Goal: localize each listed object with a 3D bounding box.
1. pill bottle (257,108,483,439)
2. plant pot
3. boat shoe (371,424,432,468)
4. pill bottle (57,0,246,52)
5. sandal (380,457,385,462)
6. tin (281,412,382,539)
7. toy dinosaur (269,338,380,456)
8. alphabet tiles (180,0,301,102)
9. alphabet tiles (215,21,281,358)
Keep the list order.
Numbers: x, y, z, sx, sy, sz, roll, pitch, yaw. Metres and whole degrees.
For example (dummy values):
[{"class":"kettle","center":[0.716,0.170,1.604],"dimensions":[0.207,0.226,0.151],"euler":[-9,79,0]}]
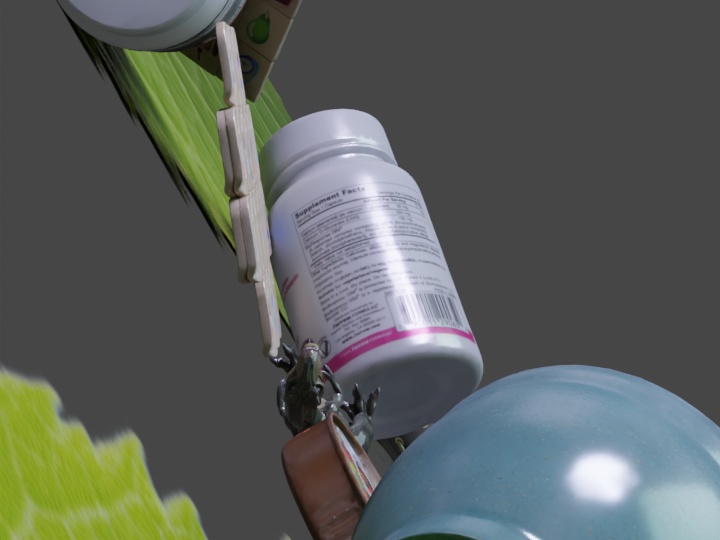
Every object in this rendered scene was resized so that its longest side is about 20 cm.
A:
[{"class":"pill bottle","center":[0.000,0.000,1.261],"dimensions":[0.113,0.112,0.201],"euler":[55,14,-59]},{"class":"plant pot","center":[0.068,0.150,0.794],"dimensions":[0.134,0.200,0.201],"euler":[-14,72,-58]},{"class":"boat shoe","center":[0.042,0.111,1.346],"dimensions":[0.072,0.060,0.203],"euler":[-43,110,-48]},{"class":"pill bottle","center":[-0.124,-0.186,1.118],"dimensions":[0.115,0.113,0.200],"euler":[60,3,-5]},{"class":"sandal","center":[0.037,0.116,1.442],"dimensions":[0.207,0.079,0.059],"euler":[44,16,-49]},{"class":"tin","center":[0.019,0.168,0.972],"dimensions":[0.201,0.042,0.112],"euler":[62,-1,16]},{"class":"toy dinosaur","center":[-0.013,0.093,1.087],"dimensions":[0.201,0.047,0.089],"euler":[60,13,-46]},{"class":"alphabet tiles","center":[-0.115,-0.231,1.235],"dimensions":[0.199,0.168,0.008],"euler":[36,32,14]},{"class":"alphabet tiles","center":[-0.070,-0.050,1.151],"dimensions":[0.200,0.014,0.198],"euler":[-102,-177,-84]}]
